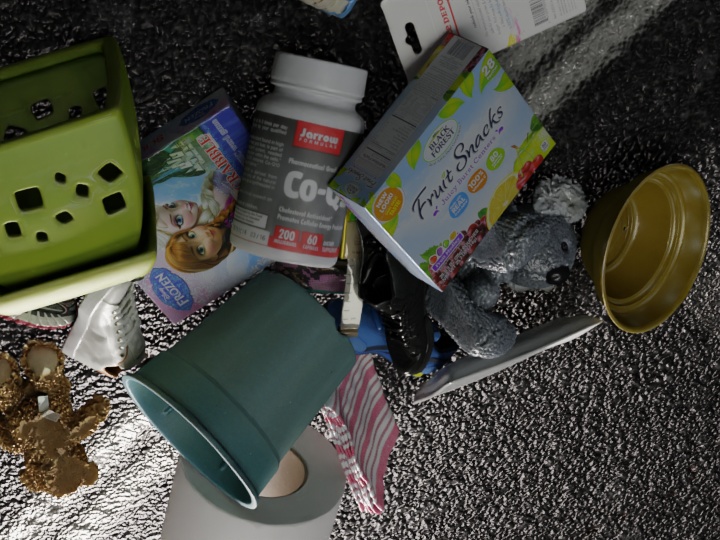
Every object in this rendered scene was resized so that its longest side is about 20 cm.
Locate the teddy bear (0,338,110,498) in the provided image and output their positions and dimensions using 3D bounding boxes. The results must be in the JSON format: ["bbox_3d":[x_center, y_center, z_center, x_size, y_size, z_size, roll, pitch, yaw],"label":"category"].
[{"bbox_3d":[-0.363,0.163,1.598,0.145,0.067,0.201,-35,123,-3],"label":"teddy bear"}]

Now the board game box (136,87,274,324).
[{"bbox_3d":[-0.174,-0.064,1.497,0.199,0.041,0.200,-32,128,7],"label":"board game box"}]

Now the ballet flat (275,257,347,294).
[{"bbox_3d":[0.000,0.000,1.594,0.199,0.069,0.072,12,105,-24],"label":"ballet flat"}]

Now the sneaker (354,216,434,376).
[{"bbox_3d":[0.033,0.028,1.522,0.104,0.060,0.202,-20,119,-52],"label":"sneaker"}]

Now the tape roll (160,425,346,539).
[{"bbox_3d":[-0.128,0.280,1.667,0.201,0.203,0.140,3,124,-20],"label":"tape roll"}]

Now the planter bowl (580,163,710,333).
[{"bbox_3d":[0.315,-0.036,1.636,0.199,0.083,0.202,-20,120,-38],"label":"planter bowl"}]

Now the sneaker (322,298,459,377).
[{"bbox_3d":[0.038,0.066,1.632,0.078,0.066,0.199,-31,142,31],"label":"sneaker"}]

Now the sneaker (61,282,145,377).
[{"bbox_3d":[-0.254,0.050,1.491,0.084,0.073,0.200,34,145,-1],"label":"sneaker"}]

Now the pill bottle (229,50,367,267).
[{"bbox_3d":[-0.059,-0.112,1.416,0.113,0.114,0.202,9,98,-24],"label":"pill bottle"}]

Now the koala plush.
[{"bbox_3d":[0.169,-0.027,1.588,0.199,0.184,0.179,-13,129,-37],"label":"koala plush"}]

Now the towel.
[{"bbox_3d":[0.005,0.175,1.673,0.030,0.147,0.201,-3,132,18],"label":"towel"}]

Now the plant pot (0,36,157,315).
[{"bbox_3d":[-0.292,-0.082,1.323,0.197,0.200,0.183,-16,120,-2],"label":"plant pot"}]

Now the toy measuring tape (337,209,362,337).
[{"bbox_3d":[-0.012,-0.030,1.544,0.073,0.074,0.202,0,106,-18],"label":"toy measuring tape"}]

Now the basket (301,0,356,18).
[{"bbox_3d":[-0.043,-0.338,1.273,0.176,0.140,0.200,-43,137,16],"label":"basket"}]

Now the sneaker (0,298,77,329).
[{"bbox_3d":[-0.378,0.009,1.465,0.199,0.080,0.075,25,82,-41],"label":"sneaker"}]

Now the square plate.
[{"bbox_3d":[0.167,0.102,1.666,0.197,0.029,0.200,-21,173,-14],"label":"square plate"}]

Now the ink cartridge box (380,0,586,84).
[{"bbox_3d":[0.116,-0.281,1.416,0.199,0.068,0.118,-24,131,-1],"label":"ink cartridge box"}]

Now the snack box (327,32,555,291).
[{"bbox_3d":[0.086,-0.107,1.416,0.200,0.068,0.169,-52,136,-8],"label":"snack box"}]

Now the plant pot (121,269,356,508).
[{"bbox_3d":[-0.120,0.118,1.527,0.196,0.200,0.201,-46,132,-18],"label":"plant pot"}]
